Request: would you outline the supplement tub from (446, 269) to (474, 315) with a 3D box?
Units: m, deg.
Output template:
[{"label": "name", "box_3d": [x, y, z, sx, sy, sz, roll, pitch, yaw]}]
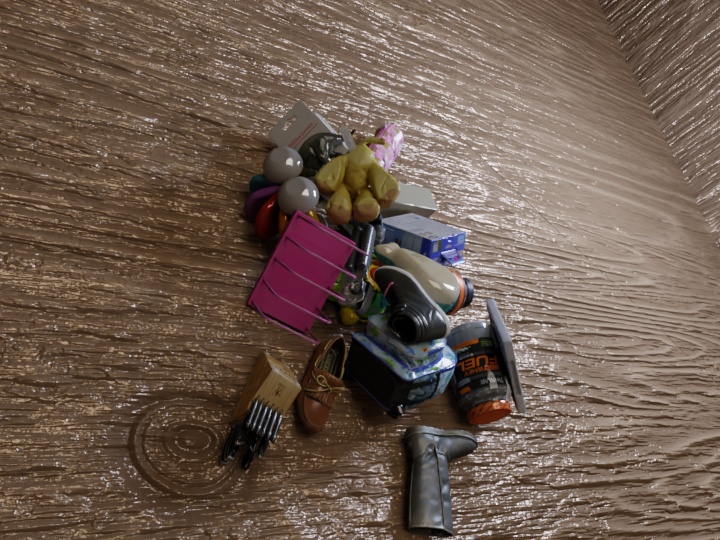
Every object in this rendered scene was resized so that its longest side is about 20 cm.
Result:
[{"label": "supplement tub", "box_3d": [0.167, 0.047, 1.703, 0.198, 0.107, 0.108, 3, 59, -40]}]

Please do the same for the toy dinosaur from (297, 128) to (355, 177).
[{"label": "toy dinosaur", "box_3d": [-0.095, -0.245, 1.613, 0.102, 0.199, 0.077, 46, 15, -18]}]

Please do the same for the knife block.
[{"label": "knife block", "box_3d": [-0.181, 0.246, 1.297, 0.064, 0.177, 0.200, 36, -2, -16]}]

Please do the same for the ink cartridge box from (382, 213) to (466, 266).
[{"label": "ink cartridge box", "box_3d": [0.145, -0.063, 1.703, 0.199, 0.077, 0.135, 21, 24, 39]}]

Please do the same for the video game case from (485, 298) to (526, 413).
[{"label": "video game case", "box_3d": [0.323, 0.186, 1.674, 0.201, 0.022, 0.184, -96, 170, -66]}]

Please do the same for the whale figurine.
[{"label": "whale figurine", "box_3d": [0.108, 0.021, 1.556, 0.199, 0.105, 0.159, 36, 24, 20]}]

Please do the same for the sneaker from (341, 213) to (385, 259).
[{"label": "sneaker", "box_3d": [0.011, -0.107, 1.668, 0.073, 0.081, 0.201, 18, 26, -33]}]

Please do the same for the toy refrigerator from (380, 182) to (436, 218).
[{"label": "toy refrigerator", "box_3d": [0.082, -0.167, 1.807, 0.198, 0.076, 0.071, 5, 58, -39]}]

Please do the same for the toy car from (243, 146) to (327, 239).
[{"label": "toy car", "box_3d": [-0.161, -0.133, 1.523, 0.148, 0.176, 0.201, -24, 58, -6]}]

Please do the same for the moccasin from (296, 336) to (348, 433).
[{"label": "moccasin", "box_3d": [-0.064, 0.210, 1.400, 0.073, 0.078, 0.203, 37, 43, -14]}]

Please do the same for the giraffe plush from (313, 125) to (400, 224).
[{"label": "giraffe plush", "box_3d": [-0.011, -0.176, 1.573, 0.170, 0.162, 0.203, -6, 74, -2]}]

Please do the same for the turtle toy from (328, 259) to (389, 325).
[{"label": "turtle toy", "box_3d": [-0.007, 0.031, 1.564, 0.198, 0.101, 0.147, 6, 57, -39]}]

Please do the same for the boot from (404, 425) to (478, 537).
[{"label": "boot", "box_3d": [0.163, 0.412, 1.461, 0.179, 0.073, 0.202, 9, 48, -20]}]

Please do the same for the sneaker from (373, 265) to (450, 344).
[{"label": "sneaker", "box_3d": [0.074, 0.063, 1.426, 0.098, 0.071, 0.200, -11, 47, -46]}]

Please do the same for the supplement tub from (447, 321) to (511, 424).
[{"label": "supplement tub", "box_3d": [0.257, 0.224, 1.641, 0.121, 0.122, 0.202, 9, 55, -36]}]

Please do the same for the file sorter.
[{"label": "file sorter", "box_3d": [-0.096, 0.016, 1.399, 0.138, 0.202, 0.125, 28, 2, -23]}]

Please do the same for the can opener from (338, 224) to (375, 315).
[{"label": "can opener", "box_3d": [0.000, 0.000, 1.491, 0.202, 0.053, 0.067, -78, 150, -42]}]

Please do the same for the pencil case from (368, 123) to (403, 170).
[{"label": "pencil case", "box_3d": [0.043, -0.284, 1.853, 0.086, 0.083, 0.201, 41, 43, -11]}]

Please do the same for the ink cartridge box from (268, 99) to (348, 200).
[{"label": "ink cartridge box", "box_3d": [-0.098, -0.270, 1.681, 0.200, 0.116, 0.068, 47, 11, -4]}]

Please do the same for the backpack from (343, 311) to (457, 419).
[{"label": "backpack", "box_3d": [0.091, 0.172, 1.485, 0.182, 0.149, 0.199, 35, 25, 34]}]
